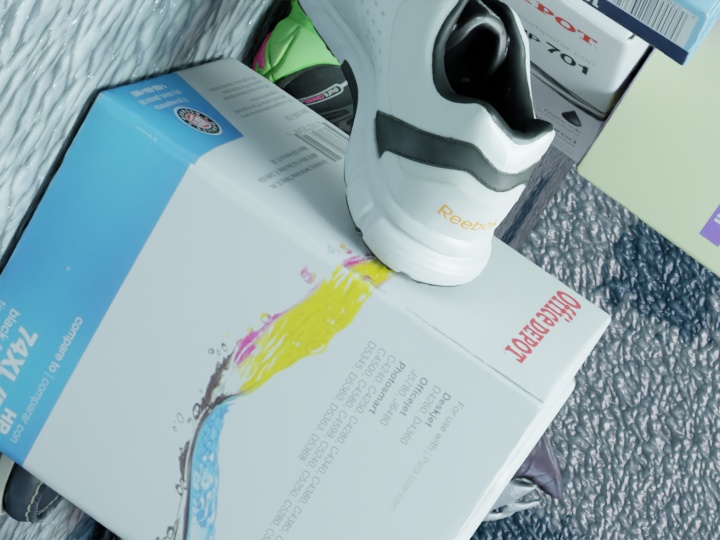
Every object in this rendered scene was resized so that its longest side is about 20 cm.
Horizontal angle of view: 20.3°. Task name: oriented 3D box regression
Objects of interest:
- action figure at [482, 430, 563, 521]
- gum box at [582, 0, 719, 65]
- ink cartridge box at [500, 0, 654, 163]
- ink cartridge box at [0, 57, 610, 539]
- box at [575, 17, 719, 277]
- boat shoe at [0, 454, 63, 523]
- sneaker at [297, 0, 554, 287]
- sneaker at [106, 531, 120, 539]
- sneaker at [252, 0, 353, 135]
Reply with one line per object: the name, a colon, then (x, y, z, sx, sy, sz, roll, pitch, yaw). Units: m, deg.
action figure: (-0.011, 0.111, 0.919, 0.199, 0.130, 0.069, -26, 147, -7)
gum box: (0.109, -0.205, 0.780, 0.200, 0.170, 0.045, -53, 172, -20)
ink cartridge box: (0.078, -0.144, 0.931, 0.086, 0.146, 0.200, -53, 172, -7)
ink cartridge box: (-0.029, 0.035, 0.799, 0.146, 0.200, 0.147, -58, 172, 18)
box: (0.230, -0.066, 0.885, 0.176, 0.200, 0.097, -59, 170, 30)
boat shoe: (-0.098, 0.050, 0.952, 0.200, 0.062, 0.075, -50, 172, -38)
sneaker: (0.028, -0.093, 0.756, 0.073, 0.201, 0.080, 7, 140, -31)
sneaker: (-0.124, 0.152, 1.258, 0.201, 0.080, 0.086, -61, -166, 22)
sneaker: (0.004, -0.083, 0.954, 0.077, 0.084, 0.200, -56, 172, 6)
